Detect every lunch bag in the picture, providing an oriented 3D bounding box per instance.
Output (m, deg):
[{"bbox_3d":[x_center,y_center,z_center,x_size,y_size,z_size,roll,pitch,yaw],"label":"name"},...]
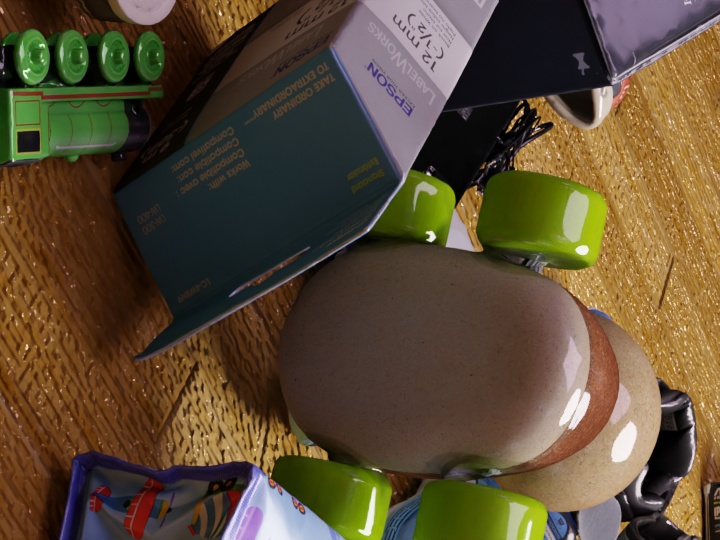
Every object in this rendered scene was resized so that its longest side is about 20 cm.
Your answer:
[{"bbox_3d":[-0.068,0.197,0.927,0.151,0.094,0.201,46,52,-51],"label":"lunch bag"}]

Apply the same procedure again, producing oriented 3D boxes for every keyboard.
[{"bbox_3d":[0.052,-0.088,1.314,0.104,0.040,0.200,47,37,-10],"label":"keyboard"}]

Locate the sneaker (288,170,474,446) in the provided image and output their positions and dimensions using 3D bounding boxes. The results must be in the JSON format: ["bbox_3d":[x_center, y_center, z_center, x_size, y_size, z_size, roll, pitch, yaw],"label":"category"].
[{"bbox_3d":[0.000,0.000,1.137,0.200,0.077,0.141,-36,108,-65],"label":"sneaker"}]

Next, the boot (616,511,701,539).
[{"bbox_3d":[0.114,0.186,1.214,0.068,0.131,0.200,40,16,15],"label":"boot"}]

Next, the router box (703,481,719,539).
[{"bbox_3d":[0.314,0.252,1.653,0.200,0.062,0.151,38,47,-52],"label":"router box"}]

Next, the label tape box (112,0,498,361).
[{"bbox_3d":[-0.033,-0.062,0.996,0.066,0.143,0.200,49,37,-15],"label":"label tape box"}]

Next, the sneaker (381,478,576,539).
[{"bbox_3d":[0.064,0.141,1.180,0.079,0.090,0.200,66,31,-25],"label":"sneaker"}]

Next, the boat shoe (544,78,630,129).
[{"bbox_3d":[0.093,-0.174,1.338,0.200,0.071,0.063,53,41,-16],"label":"boat shoe"}]

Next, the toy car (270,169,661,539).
[{"bbox_3d":[0.073,0.059,1.039,0.200,0.157,0.165,25,74,-52],"label":"toy car"}]

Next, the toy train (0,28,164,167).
[{"bbox_3d":[-0.139,-0.070,0.920,0.200,0.042,0.057,-10,99,-63],"label":"toy train"}]

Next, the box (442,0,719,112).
[{"bbox_3d":[0.110,-0.177,1.184,0.196,0.200,0.124,-34,107,-33],"label":"box"}]

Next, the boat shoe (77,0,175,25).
[{"bbox_3d":[-0.120,-0.201,0.976,0.072,0.060,0.203,-2,83,-61],"label":"boat shoe"}]

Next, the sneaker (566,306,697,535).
[{"bbox_3d":[0.155,0.086,1.351,0.077,0.111,0.200,67,30,-23],"label":"sneaker"}]
